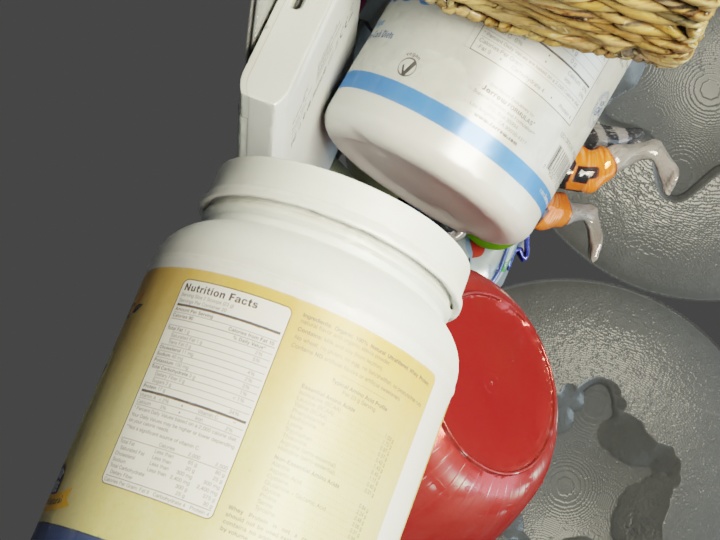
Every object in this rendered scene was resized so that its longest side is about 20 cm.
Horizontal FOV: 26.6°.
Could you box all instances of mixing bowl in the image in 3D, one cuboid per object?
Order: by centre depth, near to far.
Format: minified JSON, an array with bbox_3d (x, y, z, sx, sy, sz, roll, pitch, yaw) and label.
[{"bbox_3d":[0.035,0.072,0.813,0.108,0.200,0.201,-21,-145,44],"label":"mixing bowl"}]

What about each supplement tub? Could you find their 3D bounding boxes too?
[{"bbox_3d":[-0.042,0.068,0.643,0.145,0.143,0.202,94,17,-72],"label":"supplement tub"},{"bbox_3d":[0.081,-0.129,0.823,0.201,0.131,0.132,-60,174,-7],"label":"supplement tub"}]

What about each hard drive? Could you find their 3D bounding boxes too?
[{"bbox_3d":[-0.033,-0.085,0.812,0.201,0.026,0.133,101,10,-62],"label":"hard drive"}]

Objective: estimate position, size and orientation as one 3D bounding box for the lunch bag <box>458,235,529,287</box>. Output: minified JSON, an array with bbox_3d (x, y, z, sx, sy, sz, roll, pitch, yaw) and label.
[{"bbox_3d":[0.077,-0.076,1.262,0.076,0.159,0.202,67,43,-82],"label":"lunch bag"}]

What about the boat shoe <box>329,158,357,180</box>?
[{"bbox_3d":[0.000,0.000,1.003,0.200,0.067,0.072,57,6,-47],"label":"boat shoe"}]

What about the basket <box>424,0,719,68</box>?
[{"bbox_3d":[0.090,-0.201,0.699,0.143,0.198,0.150,92,19,-71],"label":"basket"}]

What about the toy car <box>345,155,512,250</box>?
[{"bbox_3d":[0.077,-0.146,1.164,0.165,0.156,0.202,89,9,-63],"label":"toy car"}]

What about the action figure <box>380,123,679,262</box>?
[{"bbox_3d":[0.082,-0.068,0.991,0.200,0.191,0.106,147,-41,-72],"label":"action figure"}]

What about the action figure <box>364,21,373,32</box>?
[{"bbox_3d":[0.063,-0.184,1.019,0.130,0.069,0.203,9,89,-53],"label":"action figure"}]

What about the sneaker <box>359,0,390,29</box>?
[{"bbox_3d":[0.090,-0.196,0.932,0.200,0.088,0.081,-43,-168,-2],"label":"sneaker"}]
